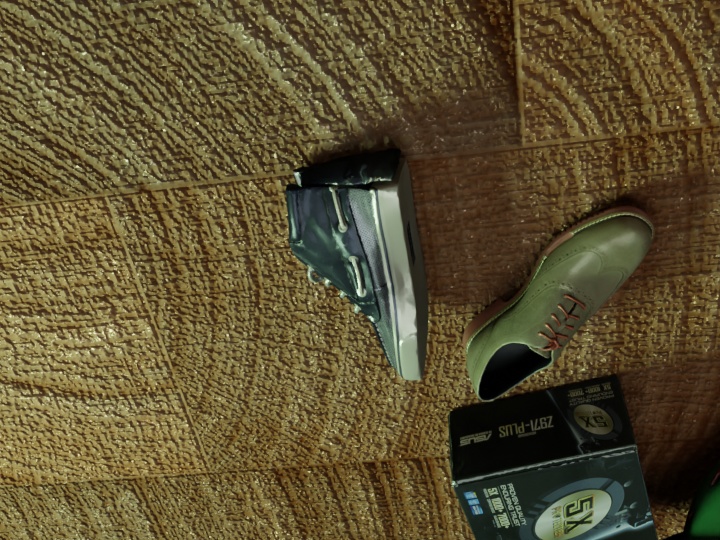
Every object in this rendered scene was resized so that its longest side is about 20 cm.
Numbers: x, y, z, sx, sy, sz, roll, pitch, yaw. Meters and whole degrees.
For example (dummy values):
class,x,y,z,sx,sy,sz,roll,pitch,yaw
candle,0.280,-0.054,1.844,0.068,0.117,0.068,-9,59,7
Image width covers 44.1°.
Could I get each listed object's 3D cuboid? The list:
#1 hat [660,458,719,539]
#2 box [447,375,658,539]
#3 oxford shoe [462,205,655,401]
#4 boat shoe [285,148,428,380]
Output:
class,x,y,z,sx,sy,sz,roll,pitch,yaw
hat,0.358,0.158,0.822,0.164,0.179,0.199,-1,166,-34
box,0.186,0.213,0.836,0.162,0.087,0.202,-14,125,13
oxford shoe,0.160,0.034,0.707,0.070,0.075,0.200,29,123,-17
boat shoe,0.000,0.000,0.701,0.091,0.075,0.202,-2,120,13
